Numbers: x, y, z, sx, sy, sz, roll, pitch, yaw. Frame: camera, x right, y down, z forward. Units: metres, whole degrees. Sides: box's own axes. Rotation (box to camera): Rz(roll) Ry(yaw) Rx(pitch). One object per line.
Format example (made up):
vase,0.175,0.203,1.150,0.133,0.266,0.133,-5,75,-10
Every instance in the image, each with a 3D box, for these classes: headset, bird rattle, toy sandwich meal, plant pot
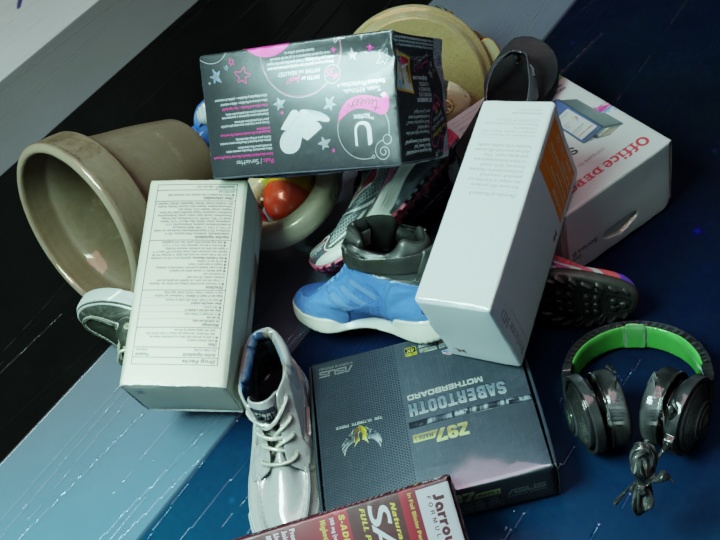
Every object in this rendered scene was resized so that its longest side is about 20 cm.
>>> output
headset,0.221,0.103,0.709,0.121,0.095,0.202,-3,37,18
bird rattle,-0.097,-0.077,0.955,0.161,0.114,0.202,-1,44,37
toy sandwich meal,0.067,-0.205,1.004,0.201,0.209,0.070,-13,16,8
plant pot,-0.253,-0.085,0.993,0.198,0.203,0.174,20,44,33

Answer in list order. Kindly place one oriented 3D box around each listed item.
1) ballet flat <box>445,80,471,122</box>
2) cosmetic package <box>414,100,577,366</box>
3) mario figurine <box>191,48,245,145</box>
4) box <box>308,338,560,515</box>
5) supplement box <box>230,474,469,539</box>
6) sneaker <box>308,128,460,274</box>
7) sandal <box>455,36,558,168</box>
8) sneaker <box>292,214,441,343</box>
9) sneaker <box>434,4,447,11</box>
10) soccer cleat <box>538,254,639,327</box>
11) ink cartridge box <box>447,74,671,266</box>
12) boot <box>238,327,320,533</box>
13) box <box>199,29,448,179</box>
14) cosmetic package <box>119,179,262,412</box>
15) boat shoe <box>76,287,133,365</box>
ballet flat,0.022,-0.168,0.949,0.195,0.068,0.057,-4,17,0
cosmetic package,0.122,-0.035,0.764,0.070,0.102,0.203,7,64,31
mario figurine,-0.186,-0.216,1.130,0.123,0.107,0.200,35,70,29
box,0.058,0.135,0.769,0.196,0.051,0.160,-14,47,6
supplement box,-0.011,0.235,0.667,0.196,0.061,0.111,-18,77,3
sneaker,0.016,-0.078,0.918,0.075,0.081,0.201,42,95,11
sandal,0.152,-0.176,0.899,0.075,0.043,0.202,6,51,24
sneaker,0.001,-0.001,0.840,0.198,0.113,0.076,7,30,46
sneaker,0.068,-0.285,1.100,0.075,0.115,0.200,-29,44,-11
soccer cleat,0.164,0.004,0.840,0.196,0.069,0.074,3,46,25
ink cartridge box,0.198,-0.110,0.914,0.144,0.088,0.200,-33,49,-12
boot,-0.077,0.148,0.773,0.072,0.096,0.202,-16,46,5
box,-0.030,-0.149,0.829,0.196,0.117,0.132,0,9,26
cosmetic package,-0.154,0.024,0.838,0.101,0.088,0.204,2,67,6
boat shoe,-0.220,0.071,0.911,0.196,0.071,0.064,11,53,24
